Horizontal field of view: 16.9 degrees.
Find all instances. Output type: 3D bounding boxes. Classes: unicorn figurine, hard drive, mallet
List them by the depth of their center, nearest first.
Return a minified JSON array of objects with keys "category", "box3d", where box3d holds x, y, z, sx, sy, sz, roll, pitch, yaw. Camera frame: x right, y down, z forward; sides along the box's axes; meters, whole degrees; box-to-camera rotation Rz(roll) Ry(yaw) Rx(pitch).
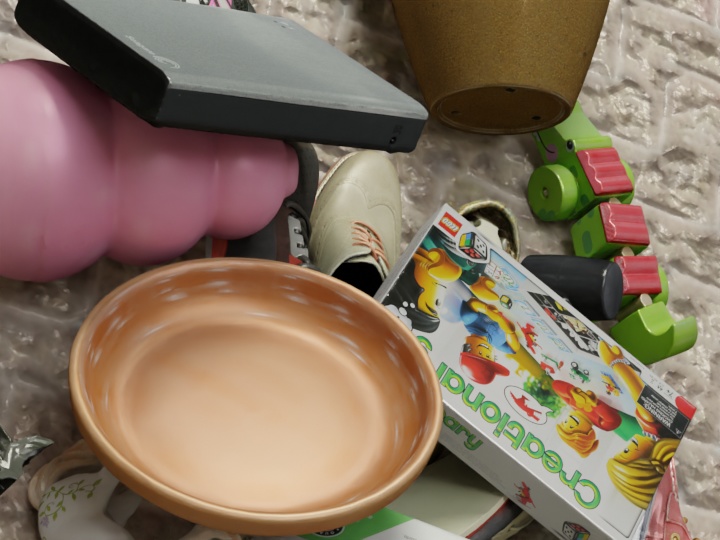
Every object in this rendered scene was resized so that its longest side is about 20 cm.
[{"category":"unicorn figurine","box3d":[-0.129,0.154,1.266,0.137,0.200,0.074,-22,116,-6]},{"category":"hard drive","box3d":[-0.077,-0.113,1.358,0.200,0.033,0.139,3,26,-46]},{"category":"mallet","box3d":[0.112,0.053,1.489,0.200,0.066,0.041,-62,146,-53]}]

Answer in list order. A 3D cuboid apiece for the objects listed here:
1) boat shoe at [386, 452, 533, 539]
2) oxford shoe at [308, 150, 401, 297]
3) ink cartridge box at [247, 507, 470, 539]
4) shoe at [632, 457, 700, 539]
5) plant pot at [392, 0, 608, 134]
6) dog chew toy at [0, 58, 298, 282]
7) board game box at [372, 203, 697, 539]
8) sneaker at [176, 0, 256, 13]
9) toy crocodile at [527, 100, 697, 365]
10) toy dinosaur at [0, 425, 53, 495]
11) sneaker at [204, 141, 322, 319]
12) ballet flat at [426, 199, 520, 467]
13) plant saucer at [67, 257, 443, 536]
[{"category":"boat shoe","box3d":[0.074,0.137,1.448,0.200,0.071,0.063,-42,131,-43]},{"category":"oxford shoe","box3d":[0.000,0.000,1.473,0.071,0.074,0.201,25,52,-18]},{"category":"ink cartridge box","box3d":[-0.020,0.220,1.281,0.146,0.084,0.200,20,44,24]},{"category":"shoe","box3d":[0.181,0.178,1.491,0.091,0.071,0.201,24,57,-21]},{"category":"plant pot","box3d":[0.090,-0.199,1.592,0.186,0.186,0.201,11,71,-28]},{"category":"dog chew toy","box3d":[-0.134,-0.057,1.366,0.199,0.125,0.125,-1,62,-14]},{"category":"board game box","box3d":[0.094,0.067,1.423,0.200,0.035,0.126,39,48,-5]},{"category":"sneaker","box3d":[-0.095,-0.135,1.495,0.086,0.080,0.201,12,62,-40]},{"category":"toy crocodile","box3d":[0.163,-0.028,1.605,0.067,0.062,0.201,-2,64,-34]},{"category":"toy dinosaur","box3d":[-0.248,0.083,1.235,0.136,0.102,0.200,47,37,-5]},{"category":"sneaker","box3d":[-0.048,0.004,1.420,0.077,0.082,0.201,53,46,-44]},{"category":"ballet flat","box3d":[0.053,0.033,1.494,0.071,0.071,0.200,32,50,-13]},{"category":"plant saucer","box3d":[-0.057,0.071,1.289,0.199,0.038,0.201,7,40,-6]}]
